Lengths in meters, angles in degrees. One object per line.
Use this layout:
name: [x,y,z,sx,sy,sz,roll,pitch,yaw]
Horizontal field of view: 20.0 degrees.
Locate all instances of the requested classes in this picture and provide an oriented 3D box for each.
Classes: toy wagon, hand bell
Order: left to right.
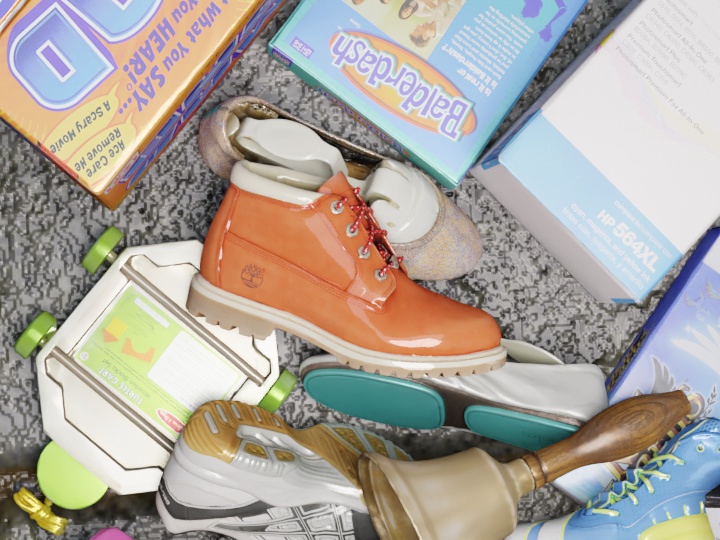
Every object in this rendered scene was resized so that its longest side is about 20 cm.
toy wagon: [-0.144,0.077,1.288,0.155,0.040,0.200,39,87,-2]
hand bell: [0.109,0.117,1.212,0.198,0.104,0.105,-23,91,-13]

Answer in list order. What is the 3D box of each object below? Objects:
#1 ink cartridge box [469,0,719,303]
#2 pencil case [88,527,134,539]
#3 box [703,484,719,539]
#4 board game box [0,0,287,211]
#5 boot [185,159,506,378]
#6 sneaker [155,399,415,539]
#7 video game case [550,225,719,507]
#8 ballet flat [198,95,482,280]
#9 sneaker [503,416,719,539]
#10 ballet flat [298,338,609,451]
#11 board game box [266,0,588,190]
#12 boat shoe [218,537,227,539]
ink cartridge box: [0.186,-0.094,1.273,0.125,0.129,0.200,45,86,-3]
pencil case: [-0.076,0.204,1.213,0.198,0.094,0.091,10,122,5]
box: [0.309,0.188,1.237,0.199,0.049,0.200,-27,106,-36]
board game box: [-0.164,-0.179,1.211,0.199,0.200,0.200,39,86,-2]
boot: [0.000,0.000,1.229,0.198,0.075,0.108,16,102,5]
sneaker: [-0.038,0.143,1.272,0.199,0.076,0.088,20,116,-28]
video game case: [0.247,0.104,1.316,0.181,0.045,0.201,35,87,-2]
ballet flat: [-0.010,-0.052,1.282,0.198,0.067,0.069,22,68,-4]
sneaker: [0.180,0.143,1.260,0.198,0.076,0.106,3,79,-10]
ballet flat: [0.062,0.069,1.292,0.198,0.069,0.070,11,88,9]
board game box: [0.057,-0.177,1.307,0.152,0.045,0.201,37,86,-3]
boat shoe: [-0.030,0.248,1.281,0.200,0.072,0.066,40,91,6]
